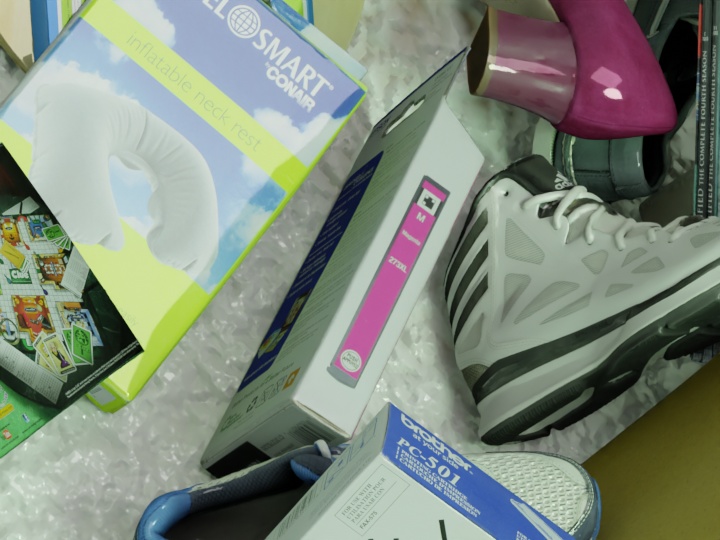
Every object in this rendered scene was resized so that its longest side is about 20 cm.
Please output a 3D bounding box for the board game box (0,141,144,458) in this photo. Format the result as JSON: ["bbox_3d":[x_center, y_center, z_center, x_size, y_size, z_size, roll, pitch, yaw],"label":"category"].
[{"bbox_3d":[-0.150,0.019,0.933,0.105,0.023,0.200,59,21,-3],"label":"board game box"}]

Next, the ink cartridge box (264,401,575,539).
[{"bbox_3d":[-0.015,0.153,0.974,0.094,0.200,0.044,37,23,-11],"label":"ink cartridge box"}]

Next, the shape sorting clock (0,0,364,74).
[{"bbox_3d":[-0.088,-0.155,1.146,0.199,0.039,0.201,5,77,-20],"label":"shape sorting clock"}]

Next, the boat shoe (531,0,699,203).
[{"bbox_3d":[0.158,-0.105,1.232,0.200,0.062,0.073,-52,130,-29],"label":"boat shoe"}]

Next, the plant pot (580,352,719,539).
[{"bbox_3d":[0.199,0.140,1.047,0.200,0.200,0.176,49,13,-3],"label":"plant pot"}]

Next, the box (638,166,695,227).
[{"bbox_3d":[0.243,-0.032,1.251,0.199,0.082,0.069,-13,78,-30],"label":"box"}]

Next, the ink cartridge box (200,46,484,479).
[{"bbox_3d":[0.000,0.000,1.098,0.037,0.095,0.200,32,58,-14],"label":"ink cartridge box"}]

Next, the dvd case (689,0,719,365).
[{"bbox_3d":[0.214,-0.059,1.162,0.146,0.022,0.201,-1,96,-32],"label":"dvd case"}]

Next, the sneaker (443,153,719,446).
[{"bbox_3d":[0.111,-0.013,1.109,0.076,0.200,0.116,2,62,-54],"label":"sneaker"}]

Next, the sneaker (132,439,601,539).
[{"bbox_3d":[0.001,0.107,1.016,0.199,0.085,0.077,-11,62,-4],"label":"sneaker"}]

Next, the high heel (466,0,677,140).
[{"bbox_3d":[0.102,-0.139,1.207,0.096,0.067,0.200,15,50,-11],"label":"high heel"}]

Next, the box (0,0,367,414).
[{"bbox_3d":[-0.089,-0.054,1.078,0.122,0.048,0.200,40,70,-9],"label":"box"}]
